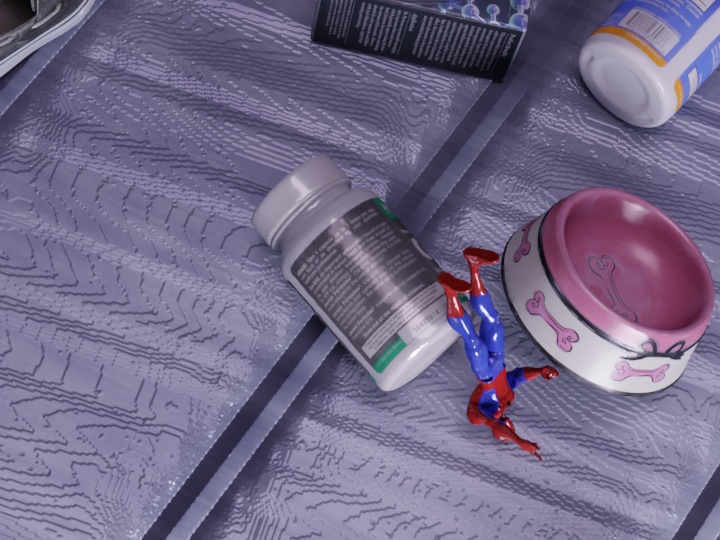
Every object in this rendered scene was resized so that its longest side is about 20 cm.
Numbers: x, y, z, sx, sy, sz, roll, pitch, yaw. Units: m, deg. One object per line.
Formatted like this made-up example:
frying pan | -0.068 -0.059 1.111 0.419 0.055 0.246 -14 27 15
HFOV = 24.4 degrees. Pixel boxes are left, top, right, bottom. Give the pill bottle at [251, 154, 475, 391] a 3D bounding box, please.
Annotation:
pill bottle | 0.000 0.000 1.494 0.113 0.113 0.200 -38 79 -18

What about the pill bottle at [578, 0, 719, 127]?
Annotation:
pill bottle | 0.314 -0.243 1.625 0.112 0.112 0.200 41 70 9

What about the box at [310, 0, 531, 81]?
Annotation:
box | 0.065 -0.288 1.613 0.199 0.107 0.149 11 68 -4

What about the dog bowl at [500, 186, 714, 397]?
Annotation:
dog bowl | 0.230 0.011 1.498 0.200 0.074 0.201 18 47 -19

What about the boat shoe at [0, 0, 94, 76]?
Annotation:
boat shoe | -0.312 -0.251 1.570 0.072 0.071 0.200 37 69 7

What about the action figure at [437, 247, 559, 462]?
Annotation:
action figure | 0.129 0.083 1.436 0.099 0.200 0.065 23 51 35
